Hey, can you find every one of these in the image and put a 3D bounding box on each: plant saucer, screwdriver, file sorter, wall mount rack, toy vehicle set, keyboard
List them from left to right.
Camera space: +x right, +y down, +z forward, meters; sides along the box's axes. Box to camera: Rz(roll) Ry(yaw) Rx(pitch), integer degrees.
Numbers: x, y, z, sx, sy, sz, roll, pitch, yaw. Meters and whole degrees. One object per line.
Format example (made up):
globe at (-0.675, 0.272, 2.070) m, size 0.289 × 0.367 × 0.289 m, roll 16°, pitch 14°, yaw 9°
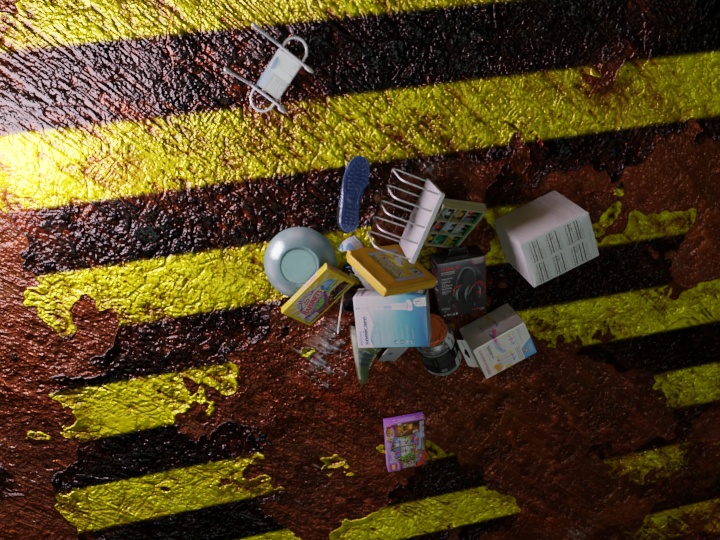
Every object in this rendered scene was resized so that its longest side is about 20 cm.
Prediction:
wall mount rack at (-0.211, -0.469, 1.358) m, size 0.173 × 0.075 × 0.201 m, roll 32°, pitch 104°, yaw -23°
plant saucer at (-0.164, -0.015, 1.574) m, size 0.198 × 0.039 × 0.204 m, roll 0°, pitch 104°, yaw -1°
screwdriver at (-0.048, 0.076, 1.600) m, size 0.028 × 0.202 × 0.029 m, roll 14°, pitch 151°, yaw -14°
keyboard at (0.095, 0.243, 1.718) m, size 0.056 × 0.011 × 0.200 m, roll 2°, pitch 159°, yaw -9°
file sorter at (0.112, -0.149, 1.543) m, size 0.123 × 0.139 × 0.202 m, roll 17°, pitch 110°, yaw -16°
toy vehicle set at (0.241, -0.123, 1.576) m, size 0.123 × 0.027 × 0.200 m, roll 5°, pitch 153°, yaw -14°

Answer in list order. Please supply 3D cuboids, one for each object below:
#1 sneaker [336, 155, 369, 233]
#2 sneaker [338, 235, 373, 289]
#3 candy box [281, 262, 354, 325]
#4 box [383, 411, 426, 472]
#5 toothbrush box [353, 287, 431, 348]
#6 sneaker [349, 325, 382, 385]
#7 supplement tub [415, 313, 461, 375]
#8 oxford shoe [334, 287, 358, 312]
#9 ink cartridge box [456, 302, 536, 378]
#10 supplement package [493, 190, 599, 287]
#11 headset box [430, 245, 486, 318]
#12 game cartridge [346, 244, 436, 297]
sneaker at (-0.026, -0.198, 1.534) m, size 0.069 × 0.078 × 0.203 m, roll 12°, pitch 90°, yaw -14°
sneaker at (0.000, 0.000, 1.623) m, size 0.072 × 0.072 × 0.201 m, roll -31°, pitch 112°, yaw -9°
candy box at (-0.116, 0.068, 1.583) m, size 0.102 × 0.027 × 0.200 m, roll 29°, pitch 121°, yaw -31°
box at (0.149, 0.571, 1.941) m, size 0.135 × 0.039 × 0.202 m, roll -9°, pitch 116°, yaw -7°
toothbrush box at (0.088, 0.125, 1.582) m, size 0.197 × 0.085 × 0.148 m, roll -4°, pitch 105°, yaw 12°
sneaker at (0.023, 0.250, 1.747) m, size 0.089 × 0.067 × 0.202 m, roll -9°, pitch 113°, yaw -1°
supplement tub at (0.221, 0.216, 1.708) m, size 0.122 × 0.123 × 0.201 m, roll -27°, pitch 143°, yaw 1°
oxford shoe at (-0.061, 0.067, 1.642) m, size 0.198 × 0.073 × 0.072 m, roll 22°, pitch 110°, yaw -20°
ink cartridge box at (0.406, 0.221, 1.784) m, size 0.199 × 0.125 × 0.129 m, roll -30°, pitch 117°, yaw 2°
supplement package at (0.510, -0.091, 1.623) m, size 0.198 × 0.192 × 0.148 m, roll -26°, pitch 117°, yaw 2°
headset box at (0.284, 0.025, 1.694) m, size 0.147 × 0.075 × 0.202 m, roll -10°, pitch 117°, yaw -7°
game cartridge at (0.080, -0.005, 1.539) m, size 0.199 × 0.176 × 0.033 m, roll -7°, pitch 130°, yaw -45°
